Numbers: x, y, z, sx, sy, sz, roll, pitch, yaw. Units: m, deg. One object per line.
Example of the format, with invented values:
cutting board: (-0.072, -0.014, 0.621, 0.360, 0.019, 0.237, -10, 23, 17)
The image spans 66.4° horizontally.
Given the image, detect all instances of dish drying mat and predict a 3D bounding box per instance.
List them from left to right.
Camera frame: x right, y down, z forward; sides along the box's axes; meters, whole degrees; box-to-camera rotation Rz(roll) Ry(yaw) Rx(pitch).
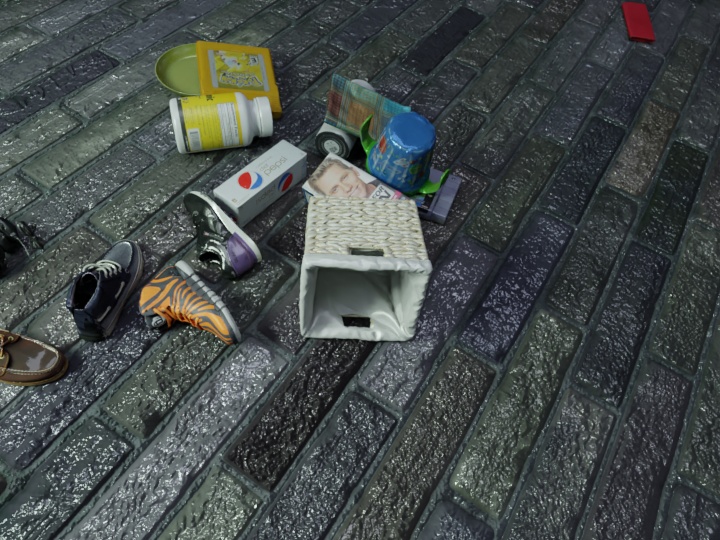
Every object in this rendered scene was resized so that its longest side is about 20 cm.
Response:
dish drying mat: (0.845, -0.757, 1.676, 0.076, 0.018, 0.201, 10, 55, 1)

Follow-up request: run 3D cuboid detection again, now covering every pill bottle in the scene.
pill bottle: (-0.288, -0.312, 1.151, 0.198, 0.112, 0.112, -10, 56, -15)

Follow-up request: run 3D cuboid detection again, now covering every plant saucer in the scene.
plant saucer: (-0.380, -0.467, 1.300, 0.198, 0.031, 0.201, 4, 54, -5)

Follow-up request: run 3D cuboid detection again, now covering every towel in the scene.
towel: (0.022, -0.336, 1.186, 0.199, 0.022, 0.148, 18, 56, -19)

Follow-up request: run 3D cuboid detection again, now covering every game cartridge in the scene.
game cartridge: (-0.279, -0.437, 1.258, 0.175, 0.032, 0.201, -3, 61, -22)
game cartridge: (0.103, -0.179, 1.156, 0.199, 0.039, 0.130, 21, 51, 8)

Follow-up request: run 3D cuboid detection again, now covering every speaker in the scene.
speaker: (-0.029, -0.337, 1.222, 0.081, 0.081, 0.201, 18, 54, 6)

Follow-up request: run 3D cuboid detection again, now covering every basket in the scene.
basket: (0.000, 0.000, 0.916, 0.196, 0.201, 0.162, 3, 48, -6)

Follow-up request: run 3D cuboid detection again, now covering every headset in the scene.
headset: (-0.632, -0.049, 0.929, 0.198, 0.094, 0.124, 1, 54, 7)

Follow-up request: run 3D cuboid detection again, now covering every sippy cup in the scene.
sippy cup: (0.086, -0.234, 1.078, 0.176, 0.130, 0.141, 5, 66, -9)

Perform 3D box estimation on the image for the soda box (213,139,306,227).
soda box: (-0.195, -0.175, 1.094, 0.068, 0.064, 0.200, 34, 56, 17)

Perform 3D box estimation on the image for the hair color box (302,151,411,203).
hair color box: (-0.006, -0.137, 1.079, 0.199, 0.061, 0.100, 32, 73, 16)

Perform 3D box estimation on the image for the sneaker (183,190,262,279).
sneaker: (-0.275, -0.066, 1.002, 0.200, 0.076, 0.087, 40, 65, 20)

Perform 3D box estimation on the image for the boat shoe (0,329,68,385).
boat shoe: (-0.552, 0.124, 0.830, 0.198, 0.071, 0.071, 8, 53, -3)

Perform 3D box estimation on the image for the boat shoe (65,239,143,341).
boat shoe: (-0.420, 0.010, 0.913, 0.074, 0.093, 0.201, 5, 54, -4)

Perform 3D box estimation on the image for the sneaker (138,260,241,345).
sneaker: (-0.287, 0.076, 0.904, 0.112, 0.078, 0.200, -37, 55, -24)
